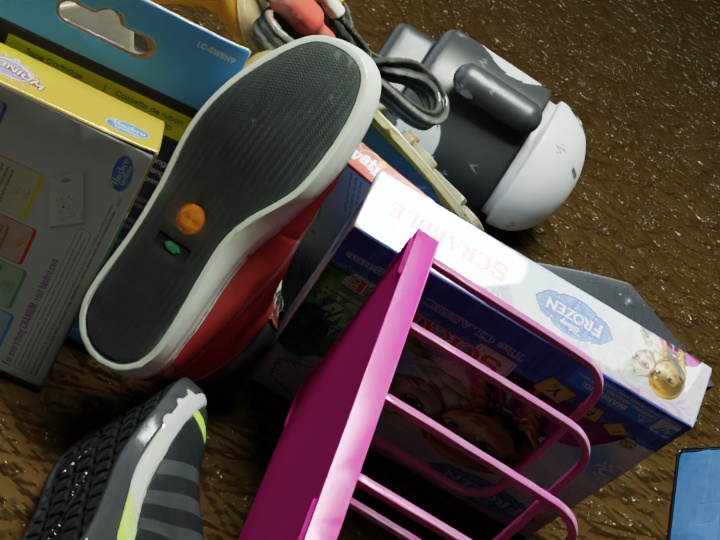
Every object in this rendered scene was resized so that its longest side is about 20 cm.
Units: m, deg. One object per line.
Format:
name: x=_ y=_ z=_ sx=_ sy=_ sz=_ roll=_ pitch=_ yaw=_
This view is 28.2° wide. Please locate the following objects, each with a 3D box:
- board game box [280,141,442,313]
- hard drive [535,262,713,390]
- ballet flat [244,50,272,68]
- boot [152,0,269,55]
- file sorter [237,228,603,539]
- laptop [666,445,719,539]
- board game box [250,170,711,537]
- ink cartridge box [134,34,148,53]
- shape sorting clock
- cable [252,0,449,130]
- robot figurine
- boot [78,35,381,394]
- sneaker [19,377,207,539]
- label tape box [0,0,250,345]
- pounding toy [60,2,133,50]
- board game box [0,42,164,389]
board game box: x=0.000 y=0.000 z=0.840 sx=0.103 sy=0.201 sz=0.019 roll=41 pitch=63 yaw=16
hard drive: x=0.164 y=0.051 z=1.081 sx=0.198 sy=0.043 sz=0.135 roll=8 pitch=35 yaw=-40
ballet flat: x=-0.080 y=-0.052 z=0.859 sx=0.063 sy=0.068 sz=0.203 roll=23 pitch=61 yaw=-40
boot: x=-0.137 y=-0.203 z=1.015 sx=0.142 sy=0.071 sz=0.203 roll=-14 pitch=44 yaw=6
file sorter: x=0.023 y=0.116 z=0.654 sx=0.124 sy=0.139 sz=0.201 roll=30 pitch=42 yaw=-7
laptop: x=0.265 y=0.214 z=0.832 sx=0.186 sy=0.117 sz=0.201 roll=4 pitch=38 yaw=-43
board game box: x=0.055 y=0.057 z=0.788 sx=0.198 sy=0.200 sz=0.041 roll=30 pitch=58 yaw=-3
ink cartridge box: x=-0.228 y=-0.177 z=1.040 sx=0.197 sy=0.047 sz=0.200 roll=35 pitch=25 yaw=9
shape sorting clock: x=0.027 y=-0.090 z=1.089 sx=0.201 sy=0.039 sz=0.200 roll=52 pitch=0 yaw=0
cable: x=-0.003 y=-0.152 z=0.962 sx=0.199 sy=0.050 sz=0.098 roll=35 pitch=40 yaw=-28
robot figurine: x=0.095 y=-0.122 z=1.205 sx=0.199 sy=0.126 sz=0.150 roll=34 pitch=25 yaw=1
boot: x=-0.050 y=-0.023 z=0.755 sx=0.072 sy=0.201 sz=0.144 roll=39 pitch=3 yaw=20
sneaker: x=-0.104 y=0.126 z=0.657 sx=0.083 sy=0.071 sz=0.200 roll=56 pitch=21 yaw=-15
label tape box: x=-0.160 y=-0.074 z=0.756 sx=0.143 sy=0.201 sz=0.064 roll=24 pitch=27 yaw=-16
pounding toy: x=-0.213 y=-0.132 z=0.873 sx=0.198 sy=0.143 sz=0.185 roll=-16 pitch=48 yaw=-26
board game box: x=-0.217 y=-0.046 z=0.703 sx=0.198 sy=0.154 sz=0.040 roll=25 pitch=25 yaw=-15
